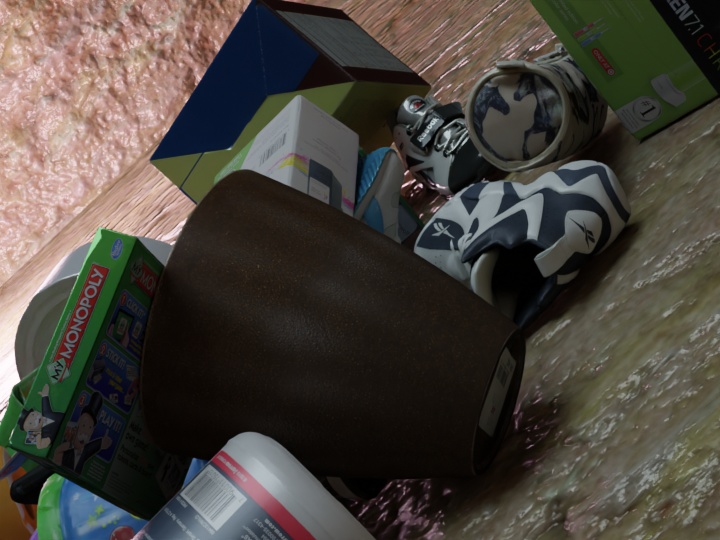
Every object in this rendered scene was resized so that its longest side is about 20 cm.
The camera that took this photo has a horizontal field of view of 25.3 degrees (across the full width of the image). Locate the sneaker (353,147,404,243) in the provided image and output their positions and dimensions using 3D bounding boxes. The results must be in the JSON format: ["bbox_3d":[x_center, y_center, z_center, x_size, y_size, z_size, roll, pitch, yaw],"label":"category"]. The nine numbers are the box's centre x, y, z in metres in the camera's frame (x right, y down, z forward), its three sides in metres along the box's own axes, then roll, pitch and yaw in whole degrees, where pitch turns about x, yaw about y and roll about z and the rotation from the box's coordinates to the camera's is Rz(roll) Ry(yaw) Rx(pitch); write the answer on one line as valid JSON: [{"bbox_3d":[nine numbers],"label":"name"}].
[{"bbox_3d":[0.000,0.000,1.253,0.076,0.080,0.202,-15,53,57],"label":"sneaker"}]

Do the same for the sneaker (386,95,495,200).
[{"bbox_3d":[0.072,-0.121,1.500,0.074,0.089,0.200,-43,17,-12],"label":"sneaker"}]

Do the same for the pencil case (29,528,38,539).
[{"bbox_3d":[-0.233,0.216,1.337,0.084,0.086,0.201,-32,19,28],"label":"pencil case"}]

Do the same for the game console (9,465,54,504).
[{"bbox_3d":[-0.147,0.139,1.239,0.199,0.031,0.176,-33,-23,31],"label":"game console"}]

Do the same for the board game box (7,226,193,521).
[{"bbox_3d":[-0.138,0.072,0.983,0.200,0.029,0.136,57,-130,-66],"label":"board game box"}]

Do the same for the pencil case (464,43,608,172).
[{"bbox_3d":[0.139,-0.127,1.238,0.077,0.090,0.200,-12,5,20],"label":"pencil case"}]

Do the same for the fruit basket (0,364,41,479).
[{"bbox_3d":[-0.197,0.085,1.295,0.200,0.094,0.185,-39,3,27],"label":"fruit basket"}]

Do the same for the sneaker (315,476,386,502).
[{"bbox_3d":[-0.010,0.098,1.145,0.090,0.067,0.201,-29,22,32],"label":"sneaker"}]

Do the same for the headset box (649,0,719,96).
[{"bbox_3d":[0.292,-0.219,1.064,0.199,0.174,0.093,-35,16,18],"label":"headset box"}]

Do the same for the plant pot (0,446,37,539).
[{"bbox_3d":[-0.372,0.245,1.437,0.182,0.202,0.200,-25,16,1],"label":"plant pot"}]

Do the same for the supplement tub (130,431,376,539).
[{"bbox_3d":[-0.084,0.204,0.899,0.200,0.141,0.140,-45,16,-10],"label":"supplement tub"}]

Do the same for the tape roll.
[{"bbox_3d":[-0.205,0.074,1.437,0.202,0.203,0.071,-34,17,25],"label":"tape roll"}]

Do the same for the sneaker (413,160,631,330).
[{"bbox_3d":[0.089,-0.003,1.148,0.198,0.080,0.130,-11,24,44],"label":"sneaker"}]

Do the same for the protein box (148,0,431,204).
[{"bbox_3d":[-0.066,-0.147,1.589,0.199,0.135,0.200,-54,-16,18],"label":"protein box"}]

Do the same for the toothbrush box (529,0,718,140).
[{"bbox_3d":[0.251,-0.215,1.203,0.199,0.146,0.086,-31,18,37],"label":"toothbrush box"}]

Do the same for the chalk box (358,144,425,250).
[{"bbox_3d":[-0.015,-0.030,1.395,0.124,0.125,0.200,-40,14,3],"label":"chalk box"}]

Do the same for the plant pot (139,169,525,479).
[{"bbox_3d":[-0.005,0.052,0.996,0.198,0.188,0.187,15,44,19],"label":"plant pot"}]

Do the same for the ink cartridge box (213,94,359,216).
[{"bbox_3d":[-0.064,-0.026,1.221,0.117,0.067,0.201,-40,28,32],"label":"ink cartridge box"}]

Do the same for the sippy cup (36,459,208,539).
[{"bbox_3d":[-0.139,0.181,1.141,0.129,0.140,0.179,-26,43,17],"label":"sippy cup"}]
